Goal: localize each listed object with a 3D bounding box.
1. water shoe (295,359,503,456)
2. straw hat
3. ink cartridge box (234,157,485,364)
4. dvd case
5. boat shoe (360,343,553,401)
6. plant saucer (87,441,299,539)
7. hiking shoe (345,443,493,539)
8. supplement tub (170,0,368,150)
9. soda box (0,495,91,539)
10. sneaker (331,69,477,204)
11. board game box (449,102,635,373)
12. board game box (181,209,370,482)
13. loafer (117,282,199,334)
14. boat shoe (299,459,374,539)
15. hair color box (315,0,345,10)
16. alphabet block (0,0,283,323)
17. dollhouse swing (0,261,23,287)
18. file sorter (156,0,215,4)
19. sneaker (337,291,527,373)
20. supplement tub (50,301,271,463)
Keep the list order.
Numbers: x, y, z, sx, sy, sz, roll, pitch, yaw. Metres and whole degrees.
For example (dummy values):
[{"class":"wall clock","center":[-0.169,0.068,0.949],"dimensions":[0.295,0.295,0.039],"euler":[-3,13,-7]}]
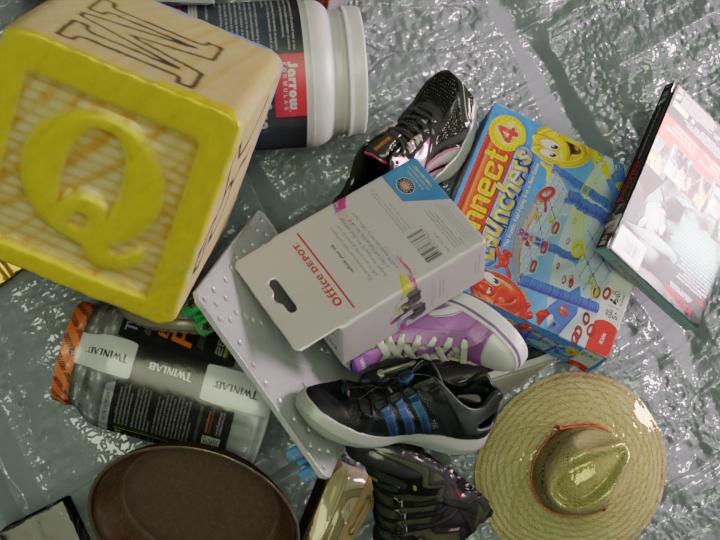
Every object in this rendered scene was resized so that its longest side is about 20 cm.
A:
[{"class":"water shoe","center":[0.035,0.110,1.127],"dimensions":[0.199,0.072,0.079],"euler":[10,116,-33]},{"class":"straw hat","center":[0.217,0.196,1.244],"dimensions":[0.199,0.085,0.203],"euler":[1,85,-5]},{"class":"ink cartridge box","center":[0.000,0.000,1.148],"dimensions":[0.199,0.068,0.115],"euler":[-30,61,-16]},{"class":"dvd case","center":[0.317,-0.064,1.259],"dimensions":[0.146,0.022,0.201],"euler":[37,65,-26]},{"class":"boat shoe","center":[0.094,0.100,1.244],"dimensions":[0.199,0.074,0.061],"euler":[-18,67,-19]},{"class":"plant saucer","center":[-0.152,0.225,1.185],"dimensions":[0.199,0.037,0.201],"euler":[4,128,6]},{"class":"hiking shoe","center":[0.043,0.218,1.192],"dimensions":[0.200,0.076,0.101],"euler":[40,85,-39]},{"class":"supplement tub","center":[-0.098,-0.185,1.219],"dimensions":[0.198,0.140,0.142],"euler":[-4,85,-6]},{"class":"soda box","center":[-0.263,0.317,1.197],"dimensions":[0.070,0.063,0.201],"euler":[-25,88,-8]},{"class":"sneaker","center":[0.042,-0.110,1.239],"dimensions":[0.080,0.086,0.201],"euler":[24,81,32]},{"class":"board game box","center":[0.178,-0.033,1.255],"dimensions":[0.195,0.056,0.201],"euler":[25,70,-4]},{"class":"board game box","center":[-0.071,0.065,1.161],"dimensions":[0.026,0.200,0.201],"euler":[-28,105,23]},{"class":"loafer","center":[-0.191,0.001,1.168],"dimensions":[0.075,0.200,0.069],"euler":[6,107,-38]},{"class":"boat shoe","center":[-0.038,0.283,1.218],"dimensions":[0.064,0.071,0.201],"euler":[24,84,-11]},{"class":"hair color box","center":[-0.016,-0.323,1.209],"dimensions":[0.064,0.200,0.111],"euler":[40,82,0]},{"class":"alphabet block","center":[-0.194,-0.106,1.060],"dimensions":[0.195,0.200,0.196],"euler":[20,113,-3]},{"class":"dollhouse swing","center":[-0.370,-0.086,1.166],"dimensions":[0.200,0.176,0.182],"euler":[-38,89,-9]},{"class":"file sorter","center":[-0.235,-0.319,1.201],"dimensions":[0.198,0.139,0.126],"euler":[1,106,-6]},{"class":"sneaker","center":[0.048,0.067,1.184],"dimensions":[0.199,0.073,0.115],"euler":[25,60,19]},{"class":"supplement tub","center":[-0.179,0.101,1.195],"dimensions":[0.199,0.123,0.123],"euler":[16,84,-5]}]
